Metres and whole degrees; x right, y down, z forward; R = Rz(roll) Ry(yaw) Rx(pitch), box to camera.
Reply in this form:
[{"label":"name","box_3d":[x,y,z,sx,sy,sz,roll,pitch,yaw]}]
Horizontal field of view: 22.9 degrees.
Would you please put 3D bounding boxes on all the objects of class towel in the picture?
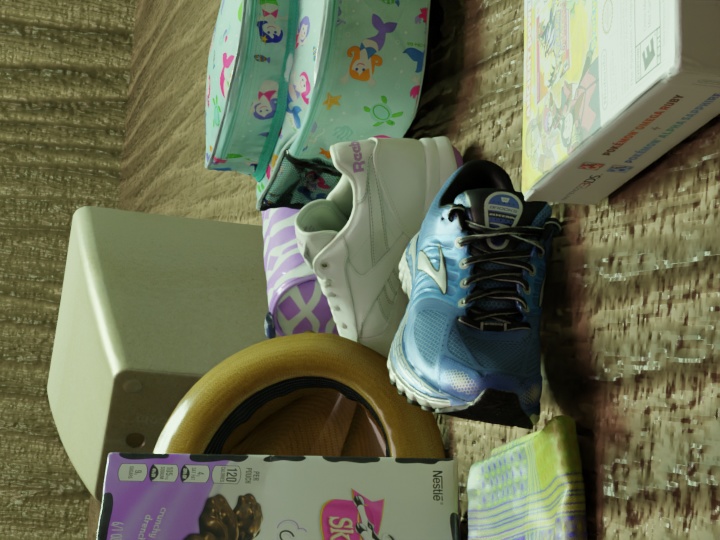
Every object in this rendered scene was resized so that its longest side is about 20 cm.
[{"label":"towel","box_3d":[0.080,0.179,0.883,0.144,0.023,0.201,138,136,-71]}]

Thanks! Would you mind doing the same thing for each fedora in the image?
[{"label":"fedora","box_3d":[-0.036,0.142,1.103,0.082,0.200,0.201,62,-152,-69]}]

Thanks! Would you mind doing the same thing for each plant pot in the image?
[{"label":"plant pot","box_3d":[-0.147,0.087,1.454,0.177,0.199,0.200,-103,23,-56]}]

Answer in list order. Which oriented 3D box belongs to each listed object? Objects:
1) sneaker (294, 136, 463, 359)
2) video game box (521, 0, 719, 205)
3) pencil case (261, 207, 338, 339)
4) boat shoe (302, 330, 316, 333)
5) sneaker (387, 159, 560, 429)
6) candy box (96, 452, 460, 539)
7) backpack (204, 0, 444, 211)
[{"label":"sneaker","box_3d":[0.000,0.000,1.120,0.075,0.099,0.201,-108,26,-56]},{"label":"video game box","box_3d":[0.122,-0.149,0.800,0.182,0.047,0.201,142,133,-68]},{"label":"pencil case","box_3d":[-0.032,-0.032,1.314,0.086,0.084,0.200,75,-173,-47]},{"label":"boat shoe","box_3d":[-0.038,0.143,1.193,0.070,0.070,0.201,-2,-71,-64]},{"label":"sneaker","box_3d":[0.059,0.005,0.912,0.200,0.078,0.089,-97,19,-58]},{"label":"candy box","box_3d":[-0.045,0.185,0.964,0.072,0.199,0.168,90,-179,-47]},{"label":"backpack","box_3d":[-0.024,-0.146,1.196,0.200,0.150,0.178,135,142,-61]}]
